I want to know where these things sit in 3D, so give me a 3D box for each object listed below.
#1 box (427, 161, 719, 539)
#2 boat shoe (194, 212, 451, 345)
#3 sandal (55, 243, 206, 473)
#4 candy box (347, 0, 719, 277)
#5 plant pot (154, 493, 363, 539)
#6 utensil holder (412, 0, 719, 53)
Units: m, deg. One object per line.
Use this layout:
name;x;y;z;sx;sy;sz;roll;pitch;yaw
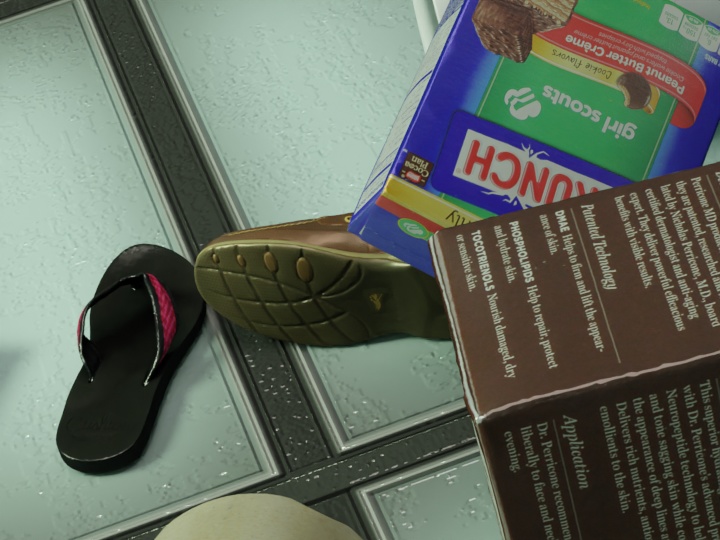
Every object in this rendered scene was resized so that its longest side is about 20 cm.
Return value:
box;0.155;0.065;1.323;0.199;0.167;0.165;-14;35;1
boat shoe;0.000;0.000;1.557;0.199;0.072;0.068;1;33;11
sandal;-0.142;0.041;1.569;0.075;0.045;0.200;-6;37;13
candy box;0.110;-0.078;1.493;0.168;0.077;0.201;26;68;-6
plant pot;-0.054;0.208;1.211;0.199;0.201;0.184;-9;24;9
utensil holder;0.141;-0.167;1.645;0.199;0.171;0.170;-14;35;-3
